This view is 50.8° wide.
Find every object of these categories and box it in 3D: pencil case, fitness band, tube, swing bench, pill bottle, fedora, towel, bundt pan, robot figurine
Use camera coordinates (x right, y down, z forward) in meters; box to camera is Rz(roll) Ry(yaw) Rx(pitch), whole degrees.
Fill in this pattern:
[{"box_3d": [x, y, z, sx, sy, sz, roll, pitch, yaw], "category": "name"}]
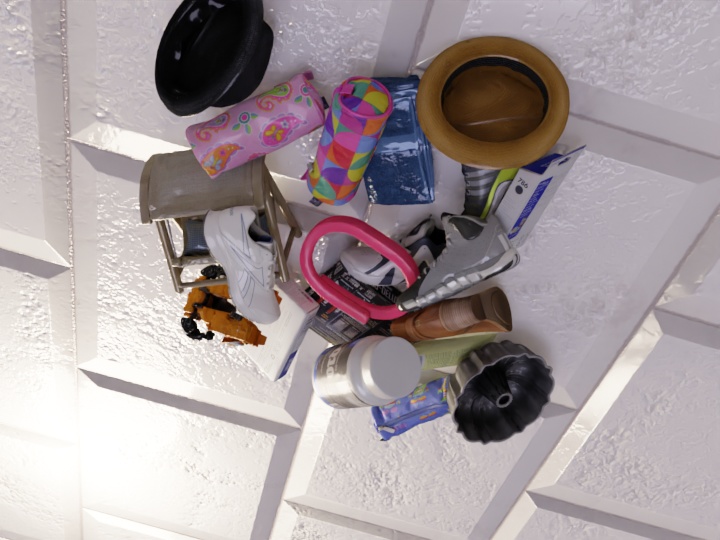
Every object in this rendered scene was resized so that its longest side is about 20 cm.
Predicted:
[{"box_3d": [0.109, 0.262, 1.446, 0.199, 0.087, 0.078, -25, 100, 28], "category": "pencil case"}, {"box_3d": [0.000, 0.000, 1.187, 0.199, 0.037, 0.144, 33, 120, 0], "category": "fitness band"}, {"box_3d": [0.144, 0.146, 1.332, 0.198, 0.052, 0.058, -4, 178, -23], "category": "tube"}, {"box_3d": [-0.218, -0.086, 1.180, 0.197, 0.130, 0.201, -7, 128, 13], "category": "swing bench"}, {"box_3d": [-0.144, -0.206, 1.071, 0.199, 0.088, 0.088, -25, 123, 7], "category": "pencil case"}, {"box_3d": [0.009, 0.169, 1.255, 0.113, 0.114, 0.200, 35, 154, -18], "category": "pill bottle"}, {"box_3d": [-0.184, -0.289, 1.017, 0.199, 0.202, 0.091, -23, 157, 28], "category": "fedora"}, {"box_3d": [0.048, -0.184, 1.104, 0.111, 0.049, 0.201, -1, 130, 13], "category": "towel"}, {"box_3d": [-0.022, -0.174, 1.053, 0.088, 0.089, 0.200, 21, 141, -7], "category": "pencil case"}, {"box_3d": [0.173, -0.212, 1.009, 0.199, 0.203, 0.082, 7, 168, 6], "category": "fedora"}, {"box_3d": [0.237, 0.207, 1.342, 0.200, 0.076, 0.203, -11, 123, -17], "category": "bundt pan"}, {"box_3d": [-0.226, 0.062, 1.281, 0.199, 0.146, 0.058, 11, 165, 44], "category": "robot figurine"}]

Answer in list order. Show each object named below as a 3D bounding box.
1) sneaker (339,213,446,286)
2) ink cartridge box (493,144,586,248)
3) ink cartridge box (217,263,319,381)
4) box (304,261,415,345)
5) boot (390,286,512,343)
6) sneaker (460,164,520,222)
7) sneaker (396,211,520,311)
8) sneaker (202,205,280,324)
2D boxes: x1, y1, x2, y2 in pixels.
[{"box_3d": [0.070, -0.039, 1.207, 0.197, 0.080, 0.130, 16, 123, 9], "category": "sneaker"}, {"box_3d": [0.243, -0.104, 1.100, 0.039, 0.099, 0.201, 45, 134, 21], "category": "ink cartridge box"}, {"box_3d": [-0.180, 0.066, 1.343, 0.200, 0.043, 0.197, 44, 133, 17], "category": "ink cartridge box"}, {"box_3d": [0.002, 0.080, 1.336, 0.199, 0.050, 0.157, 37, 127, -19], "category": "box"}, {"box_3d": [0.156, 0.085, 1.251, 0.154, 0.199, 0.077, -19, 82, 32], "category": "boot"}, {"box_3d": [0.177, -0.135, 1.113, 0.080, 0.074, 0.201, 26, 123, -2], "category": "sneaker"}, {"box_3d": [0.126, -0.022, 1.114, 0.199, 0.075, 0.116, -26, 83, 22], "category": "sneaker"}, {"box_3d": [-0.157, -0.005, 1.111, 0.086, 0.075, 0.201, -15, 121, 12], "category": "sneaker"}]
